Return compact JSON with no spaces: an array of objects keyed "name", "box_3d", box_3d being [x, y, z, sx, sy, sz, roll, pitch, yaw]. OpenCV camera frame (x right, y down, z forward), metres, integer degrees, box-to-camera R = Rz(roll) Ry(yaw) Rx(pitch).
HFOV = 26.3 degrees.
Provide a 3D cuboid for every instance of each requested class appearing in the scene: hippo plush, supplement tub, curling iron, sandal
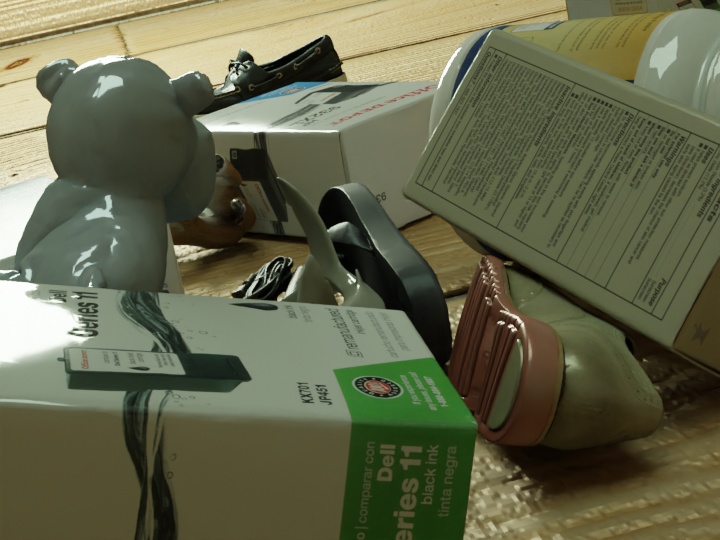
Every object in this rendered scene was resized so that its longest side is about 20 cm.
[{"name":"hippo plush","box_3d":[-0.150,-0.029,0.805,0.158,0.162,0.200,0,-15,13]},{"name":"supplement tub","box_3d":[0.155,-0.076,0.896,0.199,0.146,0.144,2,21,39]},{"name":"curling iron","box_3d":[-0.049,0.038,0.876,0.049,0.026,0.200,-31,19,9]},{"name":"sandal","box_3d":[0.000,-0.001,0.872,0.042,0.077,0.200,-15,17,-11]}]

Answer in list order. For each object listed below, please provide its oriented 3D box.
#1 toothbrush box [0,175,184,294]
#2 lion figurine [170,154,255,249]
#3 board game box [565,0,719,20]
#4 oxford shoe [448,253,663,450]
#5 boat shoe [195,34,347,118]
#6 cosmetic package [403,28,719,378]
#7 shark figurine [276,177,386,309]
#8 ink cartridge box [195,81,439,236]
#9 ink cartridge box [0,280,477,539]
[{"name":"toothbrush box","box_3d":[-0.221,0.007,0.987,0.146,0.086,0.199,-21,20,-29]},{"name":"lion figurine","box_3d":[-0.143,-0.043,1.130,0.199,0.073,0.122,16,-14,28]},{"name":"board game box","box_3d":[0.207,-0.142,0.982,0.152,0.202,0.040,4,21,41]},{"name":"oxford shoe","box_3d":[0.086,0.043,0.724,0.073,0.071,0.200,13,14,-7]},{"name":"boat shoe","box_3d":[-0.111,-0.210,1.666,0.198,0.067,0.074,-16,17,-13]},{"name":"cosmetic package","box_3d":[0.122,-0.036,0.751,0.073,0.104,0.200,26,6,-43]},{"name":"shark figurine","box_3d":[-0.021,0.023,0.751,0.127,0.090,0.215,-2,30,19]},{"name":"ink cartridge box","box_3d":[-0.026,-0.087,1.163,0.144,0.085,0.199,-25,21,-39]},{"name":"ink cartridge box","box_3d":[-0.070,0.066,0.591,0.198,0.084,0.147,4,15,-11]}]
